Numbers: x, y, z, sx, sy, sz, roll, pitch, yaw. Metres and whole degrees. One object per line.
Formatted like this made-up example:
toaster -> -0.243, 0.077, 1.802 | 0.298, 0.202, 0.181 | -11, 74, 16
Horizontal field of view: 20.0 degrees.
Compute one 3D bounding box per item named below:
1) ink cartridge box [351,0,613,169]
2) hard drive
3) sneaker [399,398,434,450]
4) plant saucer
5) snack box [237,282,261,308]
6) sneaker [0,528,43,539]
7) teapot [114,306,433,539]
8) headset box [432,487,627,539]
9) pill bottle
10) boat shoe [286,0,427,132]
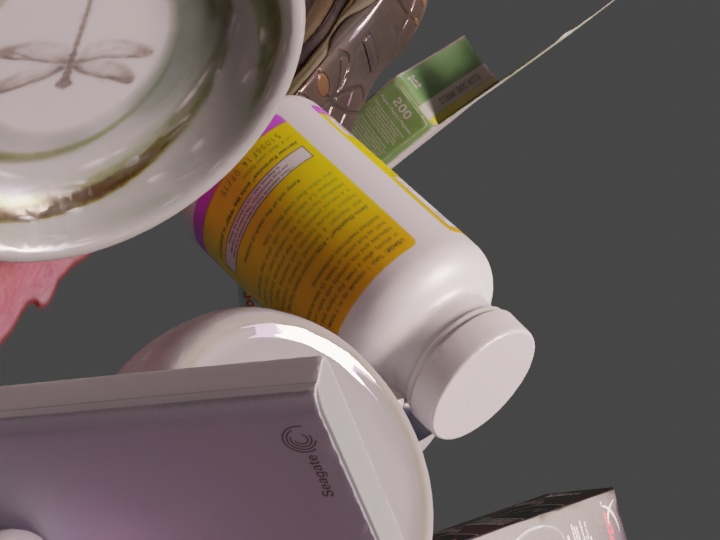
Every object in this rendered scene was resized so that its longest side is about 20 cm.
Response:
ink cartridge box -> 0.058, -0.120, 1.299 | 0.048, 0.200, 0.146 | 51, 26, -1
hard drive -> -0.092, 0.095, 0.851 | 0.027, 0.199, 0.132 | -80, 157, -43
sneaker -> 0.007, 0.106, 1.199 | 0.130, 0.079, 0.199 | -44, 149, -11
plant saucer -> -0.121, -0.092, 0.884 | 0.050, 0.200, 0.200 | 54, 0, 33
snack box -> -0.022, 0.029, 1.286 | 0.200, 0.037, 0.117 | -9, 97, -70
sneaker -> -0.155, 0.195, 0.795 | 0.201, 0.088, 0.081 | -56, 147, -30
teapot -> -0.071, 0.126, 1.008 | 0.199, 0.146, 0.198 | -16, 78, -48
headset box -> 0.067, 0.221, 1.155 | 0.199, 0.075, 0.150 | -15, 89, -32
pill bottle -> 0.000, 0.000, 1.098 | 0.104, 0.200, 0.105 | -33, 148, -24
boat shoe -> -0.035, -0.123, 1.222 | 0.200, 0.073, 0.075 | -53, 149, -29
